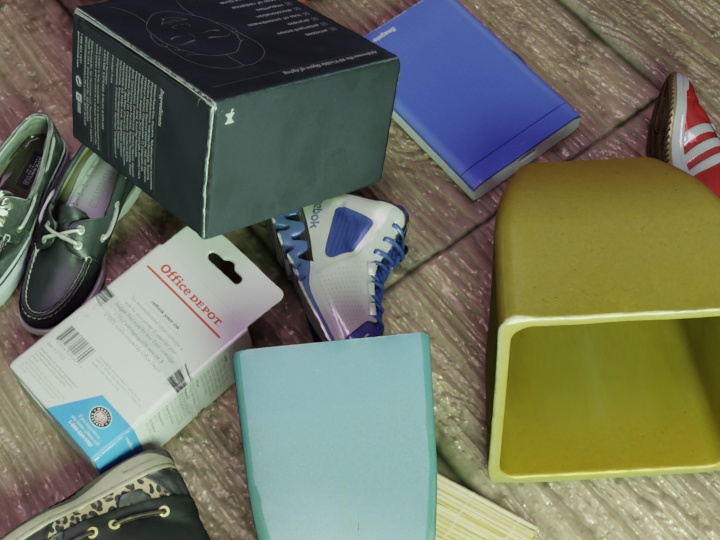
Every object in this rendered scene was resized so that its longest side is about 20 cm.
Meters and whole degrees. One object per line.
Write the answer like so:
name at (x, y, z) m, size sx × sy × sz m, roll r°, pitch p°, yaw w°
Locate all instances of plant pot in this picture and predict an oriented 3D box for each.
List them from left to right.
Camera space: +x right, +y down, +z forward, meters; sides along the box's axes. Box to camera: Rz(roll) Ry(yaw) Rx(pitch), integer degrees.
plant pot at (-0.010, 0.169, 0.855) m, size 0.139 × 0.142 × 0.203 m, roll -5°, pitch 67°, yaw 0°
plant pot at (0.185, 0.022, 0.923) m, size 0.193 × 0.196 × 0.202 m, roll -4°, pitch 47°, yaw -1°

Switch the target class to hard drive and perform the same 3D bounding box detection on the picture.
hard drive at (0.092, -0.171, 1.127) m, size 0.131 × 0.025 × 0.200 m, roll -34°, pitch 64°, yaw -17°

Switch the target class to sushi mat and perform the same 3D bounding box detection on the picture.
sushi mat at (0.031, 0.192, 0.921) m, size 0.198 × 0.012 × 0.096 m, roll 26°, pitch 65°, yaw 16°

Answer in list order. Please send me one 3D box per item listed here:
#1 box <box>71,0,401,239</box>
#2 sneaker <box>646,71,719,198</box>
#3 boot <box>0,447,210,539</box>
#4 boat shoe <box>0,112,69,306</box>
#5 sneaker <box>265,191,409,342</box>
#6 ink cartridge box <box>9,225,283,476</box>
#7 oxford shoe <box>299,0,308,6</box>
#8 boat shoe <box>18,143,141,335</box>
box at (-0.107, -0.145, 1.001) m, size 0.199 × 0.125 × 0.196 m, roll -21°, pitch 41°, yaw -39°
sneaker at (0.316, -0.088, 1.047) m, size 0.111 × 0.072 × 0.202 m, roll 8°, pitch 54°, yaw -2°
boot at (-0.185, 0.240, 0.867) m, size 0.199 × 0.074 × 0.151 m, roll -33°, pitch 64°, yaw -23°
boat shoe at (-0.319, -0.053, 1.041) m, size 0.071 × 0.071 × 0.202 m, roll 12°, pitch 61°, yaw 8°
sneaker at (0.000, -0.001, 0.997) m, size 0.114 × 0.081 × 0.201 m, roll -21°, pitch 59°, yaw -8°
ink cartridge box at (-0.166, 0.063, 0.970) m, size 0.200 × 0.068 × 0.116 m, roll -40°, pitch 66°, yaw -20°
oxford shoe at (-0.140, -0.211, 1.143) m, size 0.197 × 0.071 × 0.074 m, roll -16°, pitch 80°, yaw -3°
boat shoe at (-0.248, -0.041, 1.039) m, size 0.075 × 0.061 × 0.202 m, roll 10°, pitch 60°, yaw 8°
